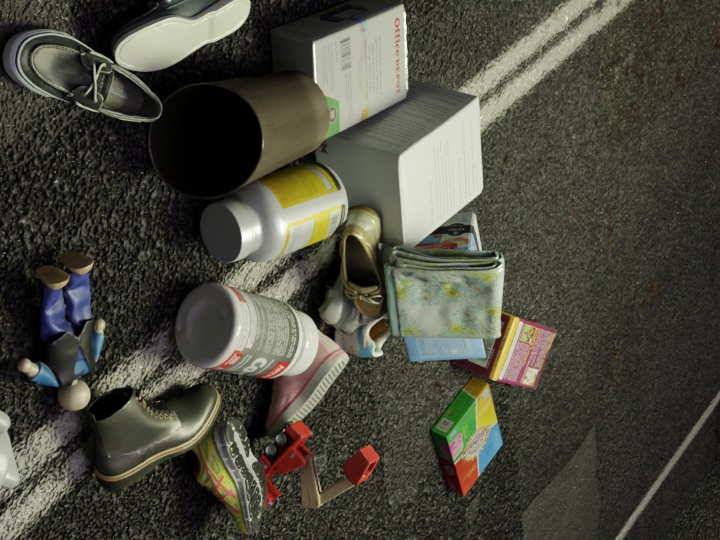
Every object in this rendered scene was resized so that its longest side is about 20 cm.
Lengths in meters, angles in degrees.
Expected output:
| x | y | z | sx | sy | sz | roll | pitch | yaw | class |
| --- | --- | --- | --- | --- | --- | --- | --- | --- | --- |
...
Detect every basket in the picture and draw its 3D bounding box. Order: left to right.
| x | y | z | sx | sy | sz | roll | pitch | yaw | class |
| --- | --- | --- | --- | --- | --- | --- | --- | --- | --- |
| -0.138 | -0.181 | 1.375 | 0.200 | 0.179 | 0.137 | -30 | 104 | -55 | basket |

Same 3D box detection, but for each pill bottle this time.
| x | y | z | sx | sy | sz | roll | pitch | yaw | class |
| --- | --- | --- | --- | --- | --- | --- | --- | --- | --- |
| -0.152 | 0.089 | 1.513 | 0.200 | 0.113 | 0.115 | 19 | 91 | -55 | pill bottle |
| -0.118 | -0.076 | 1.479 | 0.199 | 0.112 | 0.113 | -23 | 124 | -46 | pill bottle |

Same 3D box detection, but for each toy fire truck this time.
| x | y | z | sx | sy | sz | roll | pitch | yaw | class |
| --- | --- | --- | --- | --- | --- | --- | --- | --- | --- |
| -0.084 | 0.305 | 1.636 | 0.200 | 0.141 | 0.049 | -48 | 167 | 13 | toy fire truck |

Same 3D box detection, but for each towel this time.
| x | y | z | sx | sy | sz | roll | pitch | yaw | class |
| --- | --- | --- | --- | --- | --- | --- | --- | --- | --- |
| 0.124 | 0.038 | 1.603 | 0.201 | 0.170 | 0.048 | 83 | 13 | -53 | towel |

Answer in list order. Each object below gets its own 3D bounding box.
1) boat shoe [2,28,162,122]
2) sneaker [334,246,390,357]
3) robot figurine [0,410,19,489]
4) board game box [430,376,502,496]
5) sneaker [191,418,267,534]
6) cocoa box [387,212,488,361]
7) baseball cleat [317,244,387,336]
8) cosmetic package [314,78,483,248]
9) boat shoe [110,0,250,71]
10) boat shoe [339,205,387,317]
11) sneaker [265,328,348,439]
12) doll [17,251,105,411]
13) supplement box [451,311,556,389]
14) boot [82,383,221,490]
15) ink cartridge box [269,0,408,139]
| x | y | z | sx | sy | sz | roll | pitch | yaw | class |
| --- | --- | --- | --- | --- | --- | --- | --- | --- | --- |
| -0.297 | -0.214 | 1.203 | 0.200 | 0.071 | 0.073 | 11 | 98 | -55 | boat shoe |
| 0.036 | 0.051 | 1.776 | 0.077 | 0.080 | 0.201 | 45 | 65 | -51 | sneaker |
| -0.453 | 0.191 | 1.157 | 0.169 | 0.113 | 0.200 | -40 | 143 | 7 | robot figurine |
| 0.217 | 0.336 | 2.199 | 0.153 | 0.040 | 0.201 | -48 | 139 | -28 | board game box |
| -0.196 | 0.299 | 1.585 | 0.078 | 0.090 | 0.201 | -67 | 147 | -59 | sneaker |
| 0.130 | 0.029 | 1.736 | 0.132 | 0.132 | 0.201 | -75 | 156 | -50 | cocoa box |
| 0.015 | 0.006 | 1.710 | 0.201 | 0.106 | 0.070 | -59 | -171 | -2 | baseball cleat |
| 0.059 | -0.164 | 1.625 | 0.200 | 0.167 | 0.167 | -38 | 136 | -36 | cosmetic package |
| -0.221 | -0.293 | 1.285 | 0.200 | 0.062 | 0.073 | -33 | 156 | -37 | boat shoe |
| 0.002 | 0.000 | 1.594 | 0.063 | 0.073 | 0.201 | -67 | 162 | -44 | boat shoe |
| -0.106 | 0.162 | 1.663 | 0.075 | 0.105 | 0.201 | -24 | 155 | -56 | sneaker |
| -0.352 | 0.083 | 1.297 | 0.136 | 0.048 | 0.201 | -38 | 141 | -48 | doll |
| 0.285 | 0.149 | 2.143 | 0.200 | 0.103 | 0.132 | 20 | 90 | -54 | supplement box |
| -0.266 | 0.181 | 1.422 | 0.200 | 0.077 | 0.139 | -41 | 144 | -36 | boot |
| -0.026 | -0.285 | 1.521 | 0.200 | 0.087 | 0.146 | -32 | 131 | -39 | ink cartridge box |
